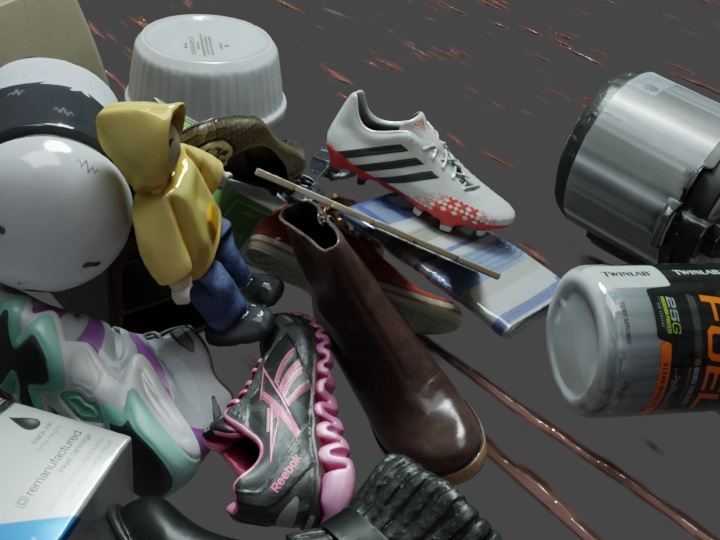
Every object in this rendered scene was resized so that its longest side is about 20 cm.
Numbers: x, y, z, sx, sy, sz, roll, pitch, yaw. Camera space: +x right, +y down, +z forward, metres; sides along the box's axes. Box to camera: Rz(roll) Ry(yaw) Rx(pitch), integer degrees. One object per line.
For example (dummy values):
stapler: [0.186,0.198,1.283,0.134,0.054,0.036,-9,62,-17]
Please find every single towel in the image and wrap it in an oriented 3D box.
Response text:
towel: [0.092,-0.012,0.856,0.199,0.024,0.146,36,31,22]

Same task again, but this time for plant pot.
plant pot: [-0.400,-0.226,0.983,0.198,0.179,0.200,19,35,17]

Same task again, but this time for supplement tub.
supplement tub: [0.264,0.055,0.749,0.197,0.124,0.123,-2,35,-12]

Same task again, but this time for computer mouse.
computer mouse: [-0.036,-0.096,0.973,0.058,0.034,0.200,14,27,12]

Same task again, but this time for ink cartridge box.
ink cartridge box: [-0.141,-0.082,0.886,0.103,0.060,0.200,26,15,-47]
ink cartridge box: [-0.258,0.148,0.548,0.198,0.085,0.146,14,35,8]

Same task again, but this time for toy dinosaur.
toy dinosaur: [0.006,-0.041,0.916,0.106,0.061,0.201,31,35,-14]

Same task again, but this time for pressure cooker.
pressure cooker: [0.315,-0.085,0.906,0.199,0.179,0.177,34,84,30]

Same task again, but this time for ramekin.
ramekin: [-0.187,-0.241,1.118,0.200,0.095,0.203,5,34,-4]

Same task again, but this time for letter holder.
letter holder: [-0.202,-0.030,0.806,0.141,0.101,0.200,-19,42,-36]

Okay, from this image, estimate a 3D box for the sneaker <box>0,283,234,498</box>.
sneaker: [-0.175,0.065,0.679,0.200,0.078,0.140,42,35,5]

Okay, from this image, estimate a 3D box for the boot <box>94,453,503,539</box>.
boot: [-0.034,0.160,0.530,0.210,0.080,0.158,34,71,20]

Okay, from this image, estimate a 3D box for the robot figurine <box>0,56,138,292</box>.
robot figurine: [-0.231,-0.073,0.668,0.149,0.126,0.201,-14,43,-8]

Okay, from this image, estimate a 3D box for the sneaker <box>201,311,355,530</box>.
sneaker: [-0.065,0.100,0.648,0.094,0.080,0.201,4,36,-16]

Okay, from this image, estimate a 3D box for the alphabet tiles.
alphabet tiles: [0.012,-0.038,0.737,0.198,0.008,0.167,23,3,1]

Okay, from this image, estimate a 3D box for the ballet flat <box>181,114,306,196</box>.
ballet flat: [-0.095,-0.093,0.785,0.067,0.047,0.200,-18,-7,16]

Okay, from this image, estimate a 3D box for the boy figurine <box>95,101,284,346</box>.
boy figurine: [-0.118,-0.041,0.646,0.064,0.201,0.125,-5,42,19]

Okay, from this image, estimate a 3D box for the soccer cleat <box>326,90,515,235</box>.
soccer cleat: [0.062,-0.102,0.871,0.198,0.086,0.069,26,28,5]

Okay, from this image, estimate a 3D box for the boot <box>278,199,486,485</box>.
boot: [0.007,0.050,0.661,0.072,0.167,0.200,-33,35,-8]

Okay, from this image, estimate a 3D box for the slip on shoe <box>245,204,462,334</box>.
slip on shoe: [0.000,0.000,0.794,0.198,0.074,0.062,24,68,2]
